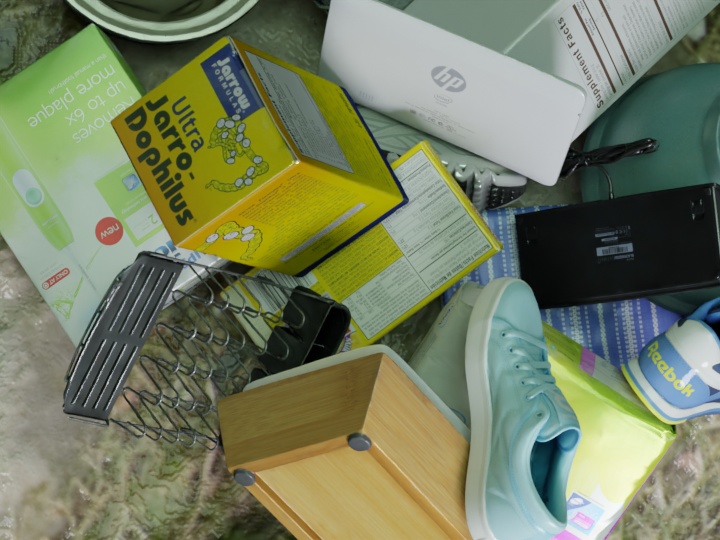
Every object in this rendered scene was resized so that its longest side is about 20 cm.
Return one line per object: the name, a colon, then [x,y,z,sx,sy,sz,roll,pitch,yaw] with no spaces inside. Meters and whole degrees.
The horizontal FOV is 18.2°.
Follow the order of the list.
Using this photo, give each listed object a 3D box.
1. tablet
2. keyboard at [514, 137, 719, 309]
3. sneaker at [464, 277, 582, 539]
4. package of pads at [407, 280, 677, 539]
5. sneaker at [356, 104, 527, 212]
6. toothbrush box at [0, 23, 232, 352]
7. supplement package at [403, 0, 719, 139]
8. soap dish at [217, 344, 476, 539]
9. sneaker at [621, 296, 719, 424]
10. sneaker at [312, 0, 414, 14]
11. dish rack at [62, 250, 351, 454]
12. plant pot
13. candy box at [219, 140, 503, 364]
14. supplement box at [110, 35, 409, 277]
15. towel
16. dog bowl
tablet: [0.064,-0.134,1.669,0.200,0.130,0.014,23,60,5]
keyboard: [0.194,-0.041,1.697,0.021,0.200,0.127,-4,87,-45]
sneaker: [0.124,0.098,1.588,0.074,0.082,0.201,18,66,-48]
package of pads: [0.122,0.118,1.701,0.200,0.068,0.155,31,106,-3]
sneaker: [0.033,-0.094,1.750,0.199,0.075,0.081,9,66,-3]
toothbrush box: [-0.199,-0.059,1.684,0.145,0.086,0.200,-33,88,1]
supplement package: [0.156,-0.203,1.733,0.200,0.121,0.120,-43,133,-11]
soap dish: [0.009,0.151,1.623,0.200,0.157,0.081,48,42,-30]
sneaker: [0.279,0.063,1.714,0.074,0.200,0.082,49,120,17]
sneaker: [-0.006,-0.197,1.723,0.200,0.075,0.116,16,81,-42]
dish rack: [-0.116,0.066,1.639,0.200,0.055,0.154,16,105,-46]
plant pot: [0.288,-0.074,1.732,0.200,0.134,0.201,6,75,-23]
candy box: [0.000,0.000,1.708,0.200,0.026,0.102,-36,90,14]
supplement box: [-0.068,-0.077,1.609,0.109,0.200,0.109,-35,71,16]
towel: [0.162,0.018,1.777,0.199,0.024,0.145,-4,80,-10]
dog bowl: [-0.158,-0.264,1.747,0.200,0.074,0.201,2,81,-10]
